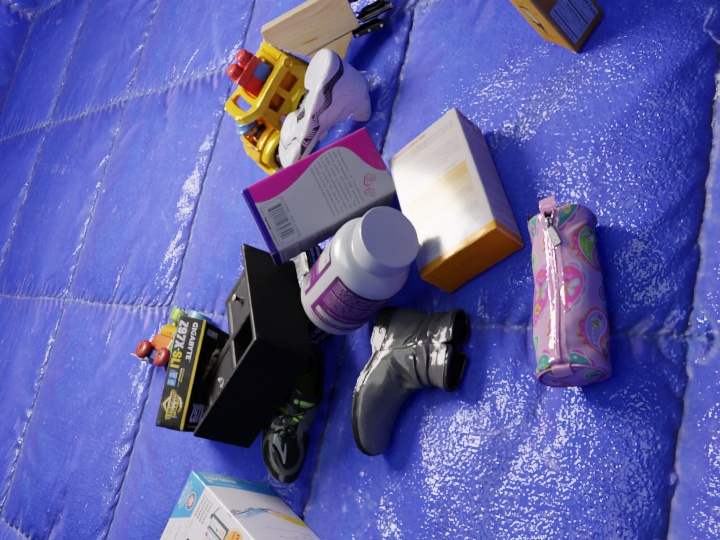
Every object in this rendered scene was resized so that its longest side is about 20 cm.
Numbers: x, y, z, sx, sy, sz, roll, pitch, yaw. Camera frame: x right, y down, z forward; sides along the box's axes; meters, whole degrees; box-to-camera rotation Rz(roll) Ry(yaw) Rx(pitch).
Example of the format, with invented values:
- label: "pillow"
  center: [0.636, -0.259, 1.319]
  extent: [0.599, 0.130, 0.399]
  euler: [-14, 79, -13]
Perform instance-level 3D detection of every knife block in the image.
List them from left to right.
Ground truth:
- label: "knife block"
  center: [-0.050, -0.435, 1.271]
  extent: [0.064, 0.196, 0.179]
  euler: [-102, 30, -66]

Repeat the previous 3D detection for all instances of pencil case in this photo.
- label: "pencil case"
  center: [0.227, 0.024, 0.850]
  extent: [0.086, 0.087, 0.205]
  euler: [-17, 61, 39]

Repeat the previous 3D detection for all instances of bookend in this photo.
- label: "bookend"
  center: [-0.165, 0.108, 1.121]
  extent: [0.200, 0.091, 0.202]
  euler: [-54, 32, 29]

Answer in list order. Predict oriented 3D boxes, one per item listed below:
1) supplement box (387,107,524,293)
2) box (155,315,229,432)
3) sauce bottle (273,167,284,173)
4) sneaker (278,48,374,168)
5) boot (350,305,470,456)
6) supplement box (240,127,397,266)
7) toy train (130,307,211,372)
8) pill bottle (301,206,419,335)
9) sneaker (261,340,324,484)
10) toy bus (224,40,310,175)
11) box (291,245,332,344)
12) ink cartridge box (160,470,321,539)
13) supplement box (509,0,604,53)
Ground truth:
- label: "supplement box"
  center: [0.121, -0.092, 1.017]
  extent: [0.125, 0.073, 0.204]
  euler: [-34, 52, 30]
- label: "box"
  center: [-0.251, 0.166, 1.196]
  extent: [0.048, 0.200, 0.164]
  euler: [11, 78, 5]
- label: "sauce bottle"
  center: [-0.078, -0.126, 1.244]
  extent: [0.199, 0.065, 0.067]
  euler: [31, 94, 46]
- label: "sneaker"
  center: [-0.051, -0.244, 1.244]
  extent: [0.075, 0.113, 0.203]
  euler: [46, 118, 46]
- label: "boot"
  center: [0.064, 0.142, 0.978]
  extent: [0.130, 0.069, 0.205]
  euler: [3, 78, 41]
- label: "supplement box"
  center: [-0.057, -0.103, 1.099]
  extent: [0.197, 0.103, 0.103]
  euler: [-27, 83, -6]
- label: "toy train"
  center: [-0.351, 0.119, 1.405]
  extent: [0.198, 0.084, 0.118]
  euler: [11, 69, 47]
- label: "pill bottle"
  center: [0.000, 0.000, 1.023]
  extent: [0.200, 0.110, 0.115]
  euler: [133, 142, -56]
- label: "sneaker"
  center: [-0.094, 0.197, 1.093]
  extent: [0.083, 0.069, 0.204]
  euler: [131, 154, -74]
- label: "toy bus"
  center: [-0.161, -0.283, 1.310]
  extent: [0.202, 0.190, 0.136]
  euler: [-57, 44, 10]
- label: "box"
  center: [-0.129, 0.072, 1.219]
  extent: [0.199, 0.046, 0.161]
  euler: [-38, 49, 28]
- label: "ink cartridge box"
  center: [-0.156, 0.390, 1.028]
  extent: [0.198, 0.143, 0.150]
  euler: [26, 90, 47]
- label: "supplement box"
  center: [0.218, -0.353, 0.946]
  extent: [0.069, 0.199, 0.067]
  euler: [-52, 43, 7]
